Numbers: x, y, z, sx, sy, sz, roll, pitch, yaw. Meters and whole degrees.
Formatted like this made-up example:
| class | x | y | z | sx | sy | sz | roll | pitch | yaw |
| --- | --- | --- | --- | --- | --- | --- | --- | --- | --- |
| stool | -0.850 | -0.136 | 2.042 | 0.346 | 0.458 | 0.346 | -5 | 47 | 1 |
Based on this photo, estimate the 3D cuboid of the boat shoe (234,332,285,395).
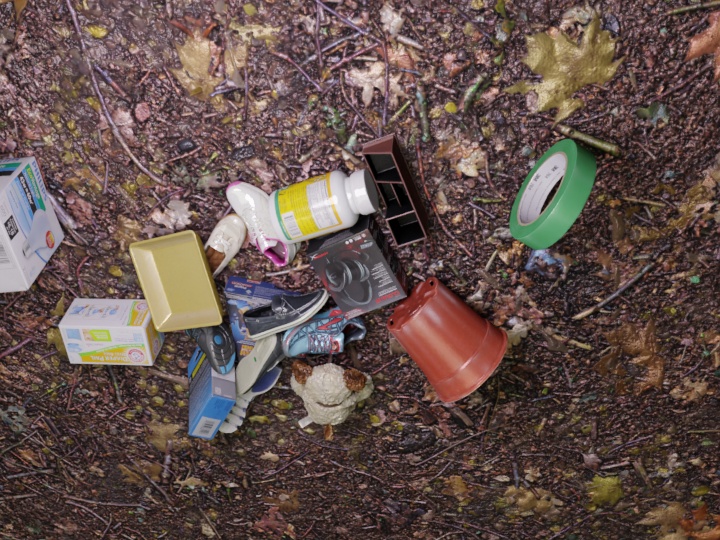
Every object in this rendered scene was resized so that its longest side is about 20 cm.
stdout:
| class | x | y | z | sx | sy | sz | roll | pitch | yaw |
| --- | --- | --- | --- | --- | --- | --- | --- | --- | --- |
| boat shoe | -0.216 | 0.208 | 1.747 | 0.067 | 0.072 | 0.201 | 10 | 131 | -40 |

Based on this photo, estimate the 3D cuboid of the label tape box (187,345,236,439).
| class | x | y | z | sx | sy | sz | roll | pitch | yaw |
| --- | --- | --- | --- | --- | --- | --- | --- | --- | --- |
| label tape box | -0.338 | 0.253 | 1.800 | 0.062 | 0.202 | 0.145 | 17 | 127 | -26 |

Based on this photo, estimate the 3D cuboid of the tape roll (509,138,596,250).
| class | x | y | z | sx | sy | sz | roll | pitch | yaw |
| --- | --- | --- | --- | --- | --- | --- | --- | --- | --- |
| tape roll | 0.346 | -0.137 | 1.445 | 0.048 | 0.202 | 0.201 | 27 | 123 | -13 |

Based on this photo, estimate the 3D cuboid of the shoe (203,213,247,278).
| class | x | y | z | sx | sy | sz | roll | pitch | yaw |
| --- | --- | --- | --- | --- | --- | --- | --- | --- | --- |
| shoe | -0.298 | -0.036 | 1.673 | 0.069 | 0.054 | 0.201 | 30 | 122 | -14 |

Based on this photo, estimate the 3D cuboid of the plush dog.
| class | x | y | z | sx | sy | sz | roll | pitch | yaw |
| --- | --- | --- | --- | --- | --- | --- | --- | --- | --- |
| plush dog | -0.072 | 0.270 | 1.778 | 0.196 | 0.162 | 0.173 | 4 | 142 | 6 |

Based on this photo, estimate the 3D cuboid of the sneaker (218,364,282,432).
| class | x | y | z | sx | sy | sz | roll | pitch | yaw |
| --- | --- | --- | --- | --- | --- | --- | --- | --- | --- |
| sneaker | -0.278 | 0.273 | 1.869 | 0.080 | 0.115 | 0.200 | 39 | 90 | -22 |

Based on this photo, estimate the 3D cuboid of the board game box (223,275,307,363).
| class | x | y | z | sx | sy | sz | roll | pitch | yaw |
| --- | --- | --- | --- | --- | --- | --- | --- | --- | --- |
| board game box | -0.207 | 0.126 | 1.770 | 0.196 | 0.062 | 0.202 | 11 | 126 | -1 |

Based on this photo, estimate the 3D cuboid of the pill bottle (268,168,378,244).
| class | x | y | z | sx | sy | sz | roll | pitch | yaw |
| --- | --- | --- | --- | --- | --- | --- | --- | --- | --- |
| pill bottle | -0.070 | -0.129 | 1.550 | 0.197 | 0.113 | 0.114 | -16 | 122 | 17 |

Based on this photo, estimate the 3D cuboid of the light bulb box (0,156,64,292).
| class | x | y | z | sx | sy | sz | roll | pitch | yaw |
| --- | --- | --- | --- | --- | --- | --- | --- | --- | --- |
| light bulb box | -0.711 | -0.093 | 1.591 | 0.122 | 0.201 | 0.201 | -4 | 124 | 7 |

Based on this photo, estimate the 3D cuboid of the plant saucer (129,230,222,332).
| class | x | y | z | sx | sy | sz | roll | pitch | yaw |
| --- | --- | --- | --- | --- | --- | --- | --- | --- | --- |
| plant saucer | -0.377 | 0.020 | 1.674 | 0.197 | 0.048 | 0.203 | -9 | 104 | 33 |

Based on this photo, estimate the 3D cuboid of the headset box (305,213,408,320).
| class | x | y | z | sx | sy | sz | roll | pitch | yaw |
| --- | --- | --- | --- | --- | --- | --- | --- | --- | --- |
| headset box | 0.000 | 0.000 | 1.652 | 0.147 | 0.078 | 0.202 | -21 | 118 | 19 |

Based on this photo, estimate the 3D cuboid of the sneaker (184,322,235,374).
| class | x | y | z | sx | sy | sz | roll | pitch | yaw |
| --- | --- | --- | --- | --- | --- | --- | --- | --- | --- |
| sneaker | -0.338 | 0.137 | 1.752 | 0.081 | 0.073 | 0.203 | -30 | 77 | 33 |

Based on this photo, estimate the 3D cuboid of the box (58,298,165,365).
| class | x | y | z | sx | sy | sz | roll | pitch | yaw |
| --- | --- | --- | --- | --- | --- | --- | --- | --- | --- |
| box | -0.554 | 0.137 | 1.790 | 0.196 | 0.102 | 0.114 | 0 | 124 | 6 |

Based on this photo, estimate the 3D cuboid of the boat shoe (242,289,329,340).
| class | x | y | z | sx | sy | sz | roll | pitch | yaw |
| --- | --- | --- | --- | --- | --- | --- | --- | --- | --- |
| boat shoe | -0.158 | 0.081 | 1.656 | 0.197 | 0.075 | 0.063 | -22 | 113 | 15 |

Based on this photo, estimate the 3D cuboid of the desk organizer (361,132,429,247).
| class | x | y | z | sx | sy | sz | roll | pitch | yaw |
| --- | --- | --- | --- | --- | --- | --- | --- | --- | --- |
| desk organizer | 0.068 | -0.152 | 1.540 | 0.071 | 0.077 | 0.202 | -16 | 121 | 16 |

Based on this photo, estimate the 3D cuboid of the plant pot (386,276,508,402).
| class | x | y | z | sx | sy | sz | roll | pitch | yaw |
| --- | --- | --- | --- | --- | --- | --- | --- | --- | --- |
| plant pot | 0.170 | 0.134 | 1.665 | 0.195 | 0.202 | 0.200 | 44 | 118 | -14 |

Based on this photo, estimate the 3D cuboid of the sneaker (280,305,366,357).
| class | x | y | z | sx | sy | sz | roll | pitch | yaw |
| --- | --- | --- | --- | --- | --- | --- | --- | --- | --- |
| sneaker | -0.074 | 0.137 | 1.687 | 0.198 | 0.095 | 0.080 | -23 | 131 | -25 |

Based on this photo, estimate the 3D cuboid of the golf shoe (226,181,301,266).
| class | x | y | z | sx | sy | sz | roll | pitch | yaw |
| --- | --- | --- | --- | --- | --- | --- | --- | --- | --- |
| golf shoe | -0.197 | -0.092 | 1.603 | 0.075 | 0.092 | 0.200 | -33 | 114 | 27 |
